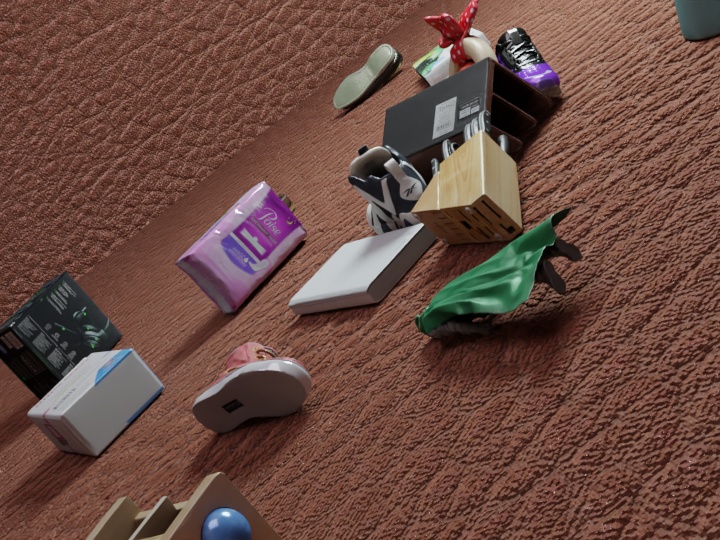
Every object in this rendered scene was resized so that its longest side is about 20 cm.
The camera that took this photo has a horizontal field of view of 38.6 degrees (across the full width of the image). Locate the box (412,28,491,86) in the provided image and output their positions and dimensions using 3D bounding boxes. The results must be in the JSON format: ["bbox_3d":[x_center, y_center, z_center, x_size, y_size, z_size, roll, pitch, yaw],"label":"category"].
[{"bbox_3d":[0.183,-0.439,2.107,0.144,0.036,0.200,-36,15,7],"label":"box"}]

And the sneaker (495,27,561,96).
[{"bbox_3d":[0.226,-0.294,1.462,0.069,0.100,0.200,-14,15,-3],"label":"sneaker"}]

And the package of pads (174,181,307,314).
[{"bbox_3d":[-0.188,-0.036,1.659,0.200,0.121,0.076,-48,13,-30],"label":"package of pads"}]

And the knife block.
[{"bbox_3d":[0.145,-0.117,1.192,0.176,0.064,0.200,-57,20,-15],"label":"knife block"}]

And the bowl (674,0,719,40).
[{"bbox_3d":[0.449,-0.378,1.229,0.201,0.105,0.201,-35,17,12],"label":"bowl"}]

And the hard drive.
[{"bbox_3d":[0.000,0.000,1.321,0.132,0.026,0.200,-47,17,-27],"label":"hard drive"}]

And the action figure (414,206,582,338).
[{"bbox_3d":[0.115,0.023,0.953,0.200,0.055,0.118,-30,18,51],"label":"action figure"}]

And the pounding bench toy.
[{"bbox_3d":[-0.148,0.266,0.734,0.156,0.124,0.200,-23,22,42],"label":"pounding bench toy"}]

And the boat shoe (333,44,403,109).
[{"bbox_3d":[0.020,-0.453,2.467,0.201,0.061,0.072,-41,58,23],"label":"boat shoe"}]

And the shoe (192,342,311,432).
[{"bbox_3d":[-0.111,0.116,1.158,0.200,0.071,0.091,-28,24,47],"label":"shoe"}]

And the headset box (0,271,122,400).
[{"bbox_3d":[-0.582,0.125,1.984,0.093,0.174,0.200,-26,21,37],"label":"headset box"}]

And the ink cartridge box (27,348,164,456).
[{"bbox_3d":[-0.403,0.198,1.557,0.145,0.085,0.200,-46,19,-27],"label":"ink cartridge box"}]

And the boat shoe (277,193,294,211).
[{"bbox_3d":[-0.186,-0.096,1.916,0.070,0.070,0.200,-29,17,32],"label":"boat shoe"}]

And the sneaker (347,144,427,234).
[{"bbox_3d":[0.031,-0.114,1.374,0.079,0.130,0.199,-39,16,-6],"label":"sneaker"}]

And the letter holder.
[{"bbox_3d":[0.147,-0.183,1.402,0.200,0.142,0.101,-19,57,47],"label":"letter holder"}]

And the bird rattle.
[{"bbox_3d":[0.165,-0.288,1.506,0.113,0.200,0.163,-6,34,-26],"label":"bird rattle"}]
